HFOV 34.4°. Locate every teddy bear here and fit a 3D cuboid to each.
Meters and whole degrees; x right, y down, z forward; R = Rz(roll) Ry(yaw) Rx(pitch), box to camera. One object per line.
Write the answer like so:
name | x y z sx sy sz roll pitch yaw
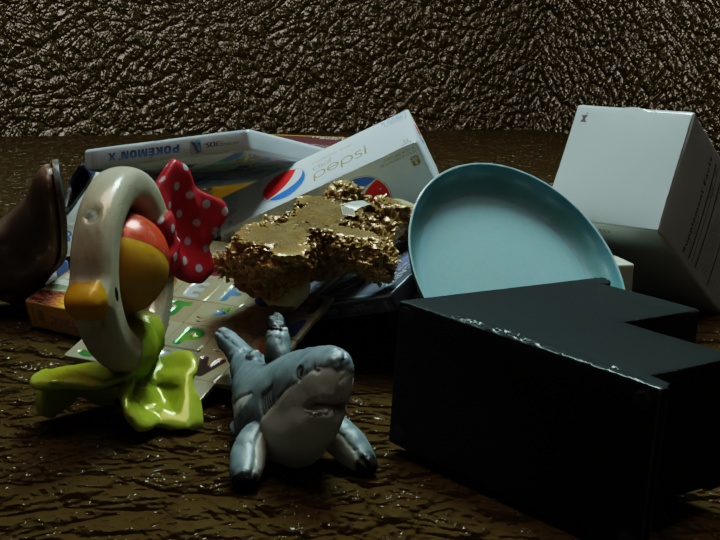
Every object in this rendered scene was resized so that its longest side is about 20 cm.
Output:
teddy bear | -0.028 -0.018 0.922 0.143 0.068 0.200 11 25 15

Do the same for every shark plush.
shark plush | -0.044 0.067 0.733 0.089 0.085 0.200 -1 11 -12

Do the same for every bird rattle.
bird rattle | -0.143 0.003 0.768 0.111 0.203 0.164 9 -28 12

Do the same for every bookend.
bookend | 0.155 0.075 0.709 0.198 0.094 0.197 -6 15 -40

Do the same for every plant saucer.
plant saucer | 0.121 0.007 0.912 0.197 0.203 0.027 -4 -28 -30

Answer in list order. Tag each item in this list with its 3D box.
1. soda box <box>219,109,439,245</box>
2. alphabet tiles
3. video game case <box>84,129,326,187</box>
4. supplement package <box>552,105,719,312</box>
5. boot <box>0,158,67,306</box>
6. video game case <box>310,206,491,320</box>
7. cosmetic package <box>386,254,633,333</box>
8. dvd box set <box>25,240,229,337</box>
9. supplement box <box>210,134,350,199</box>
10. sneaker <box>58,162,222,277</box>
soda box | -0.028 -0.066 1.059 0.198 0.069 0.064 -24 33 11
alphabet tiles | -0.121 0.043 0.885 0.164 0.006 0.200 7 31 23
video game case | -0.133 -0.104 1.120 0.180 0.022 0.199 -4 -3 25
supplement package | 0.280 -0.057 1.123 0.120 0.121 0.200 10 -17 37
boot | -0.357 -0.025 1.000 0.197 0.188 0.065 1 48 -22
video game case | 0.000 0.000 0.988 0.198 0.019 0.143 -9 24 46
cosmetic package | 0.129 0.021 1.029 0.196 0.074 0.104 0 11 -12
dvd box set | -0.169 0.017 1.001 0.198 0.030 0.146 10 34 33
supplement box | -0.074 -0.088 1.394 0.194 0.135 0.200 2 11 -3
sneaker | -0.232 -0.057 1.159 0.197 0.117 0.080 -18 6 -34
